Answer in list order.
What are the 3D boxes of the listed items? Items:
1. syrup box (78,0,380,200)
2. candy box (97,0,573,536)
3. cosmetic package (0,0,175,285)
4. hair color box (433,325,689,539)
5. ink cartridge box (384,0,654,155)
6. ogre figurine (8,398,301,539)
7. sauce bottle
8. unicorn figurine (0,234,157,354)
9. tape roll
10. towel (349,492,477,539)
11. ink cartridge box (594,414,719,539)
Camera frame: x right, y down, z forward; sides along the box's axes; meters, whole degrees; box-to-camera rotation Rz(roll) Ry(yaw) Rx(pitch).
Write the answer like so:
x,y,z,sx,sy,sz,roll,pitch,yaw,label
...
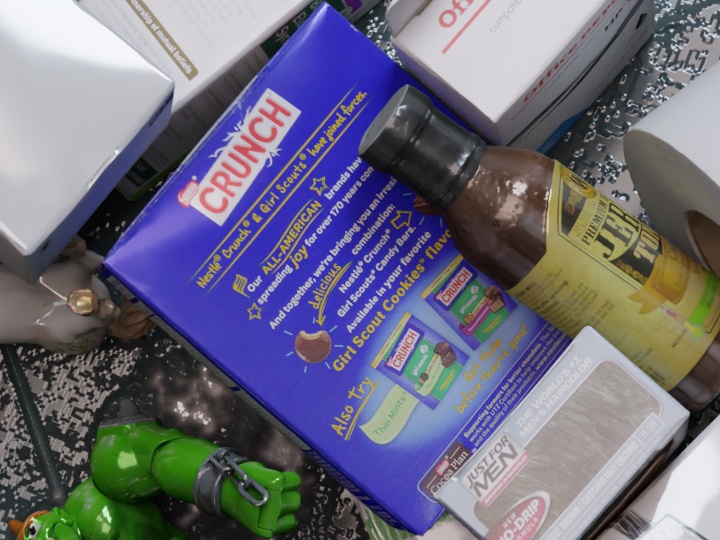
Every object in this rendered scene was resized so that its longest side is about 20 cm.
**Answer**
x,y,z,sx,sy,sz,roll,pitch,yaw,label
-0.073,-0.134,1.202,0.200,0.079,0.082,-38,78,0,syrup box
0.000,0.000,1.120,0.200,0.077,0.169,42,79,-6,candy box
-0.196,-0.100,1.096,0.200,0.081,0.113,41,76,0,cosmetic package
0.095,0.093,1.059,0.061,0.200,0.099,41,87,12,hair color box
0.081,-0.119,1.116,0.068,0.200,0.116,40,88,12,ink cartridge box
-0.109,0.156,1.145,0.098,0.201,0.120,-21,48,-36,ogre figurine
0.089,-0.012,1.066,0.200,0.065,0.065,34,87,-10,sauce bottle
-0.197,0.008,1.184,0.199,0.137,0.074,22,75,-4,unicorn figurine
0.210,-0.005,1.078,0.071,0.202,0.203,-37,78,-6,tape roll
0.062,0.091,1.176,0.152,0.023,0.201,-25,78,3,towel
0.142,0.155,1.055,0.084,0.146,0.200,42,67,16,ink cartridge box
